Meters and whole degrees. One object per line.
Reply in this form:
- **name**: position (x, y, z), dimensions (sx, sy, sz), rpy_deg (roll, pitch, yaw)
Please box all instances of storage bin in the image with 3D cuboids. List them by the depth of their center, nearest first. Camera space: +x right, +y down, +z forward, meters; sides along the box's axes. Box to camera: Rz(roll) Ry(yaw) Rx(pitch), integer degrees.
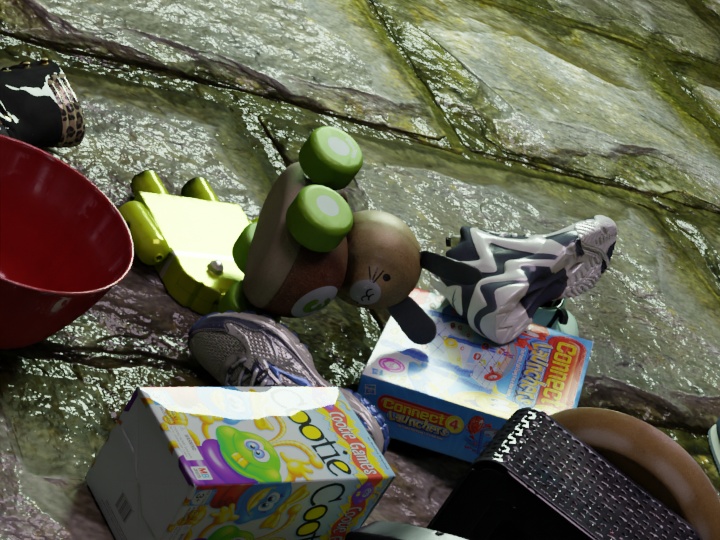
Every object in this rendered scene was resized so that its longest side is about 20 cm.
- **storage bin**: position (0.168, 0.231, 1.448), dimensions (0.199, 0.136, 0.094), rpy_deg (37, 38, 8)

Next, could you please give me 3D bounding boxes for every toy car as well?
- **toy car**: position (0.000, 0.000, 1.554), dimensions (0.199, 0.164, 0.158), rpy_deg (26, 41, -15)

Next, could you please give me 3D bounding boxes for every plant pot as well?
- **plant pot**: position (0.216, 0.210, 1.491), dimensions (0.200, 0.201, 0.027), rpy_deg (38, 43, 9)

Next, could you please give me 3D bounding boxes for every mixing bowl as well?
- **mixing bowl**: position (-0.294, -0.009, 1.395), dimensions (0.199, 0.109, 0.201), rpy_deg (24, 28, -14)

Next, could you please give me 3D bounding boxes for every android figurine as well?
- **android figurine**: position (-0.143, -0.020, 1.644), dimensions (0.181, 0.041, 0.200), rpy_deg (8, 35, -39)

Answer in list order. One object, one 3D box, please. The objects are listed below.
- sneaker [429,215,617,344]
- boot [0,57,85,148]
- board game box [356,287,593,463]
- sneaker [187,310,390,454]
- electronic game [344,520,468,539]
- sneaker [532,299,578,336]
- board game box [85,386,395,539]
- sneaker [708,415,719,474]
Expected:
- **sneaker**: position (0.151, -0.016, 1.705), dimensions (0.199, 0.080, 0.129), rpy_deg (-38, 51, -27)
- **boot**: position (-0.360, -0.180, 1.634), dimensions (0.200, 0.073, 0.150), rpy_deg (49, 33, 20)
- **board game box**: position (0.109, 0.104, 1.631), dimensions (0.194, 0.056, 0.200), rpy_deg (16, 27, 7)
- **sneaker**: position (-0.068, 0.109, 1.481), dimensions (0.199, 0.077, 0.085), rpy_deg (34, 33, 4)
- **electronic game**: position (0.082, 0.239, 1.350), dimensions (0.198, 0.042, 0.200), rpy_deg (16, -14, 4)
- **sneaker**: position (0.199, 0.048, 1.806), dimensions (0.074, 0.119, 0.200), rpy_deg (39, 27, 16)
- **board game box**: position (-0.091, 0.160, 1.342), dimensions (0.199, 0.103, 0.105), rpy_deg (4, 39, -43)
- **sneaker**: position (0.427, 0.206, 1.829), dimensions (0.070, 0.082, 0.201), rpy_deg (19, 31, -25)
